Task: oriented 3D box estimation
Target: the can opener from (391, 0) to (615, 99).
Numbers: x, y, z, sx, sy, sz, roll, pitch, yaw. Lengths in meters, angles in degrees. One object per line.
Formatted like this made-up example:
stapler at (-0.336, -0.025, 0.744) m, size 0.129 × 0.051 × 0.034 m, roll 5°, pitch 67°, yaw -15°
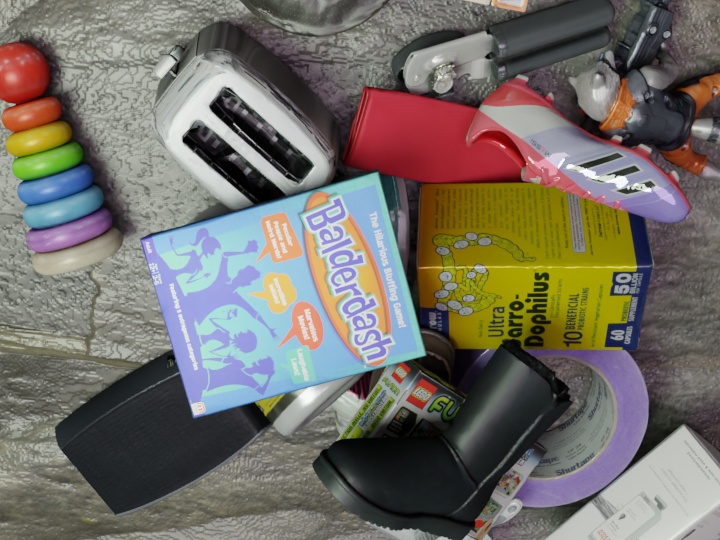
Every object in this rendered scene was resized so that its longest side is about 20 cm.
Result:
can opener at (0.125, -0.203, 0.838) m, size 0.197 × 0.067 × 0.053 m, roll -15°, pitch 148°, yaw -4°

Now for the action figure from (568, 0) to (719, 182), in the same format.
action figure at (0.278, -0.163, 0.838) m, size 0.191 × 0.105 × 0.202 m, roll 5°, pitch 118°, yaw -18°

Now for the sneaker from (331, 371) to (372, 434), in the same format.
sneaker at (0.010, 0.165, 0.961) m, size 0.200 × 0.082 × 0.088 m, roll 42°, pitch 108°, yaw -11°

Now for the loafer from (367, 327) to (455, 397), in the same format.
loafer at (0.033, 0.144, 0.870) m, size 0.072 × 0.071 × 0.202 m, roll 18°, pitch 117°, yaw -7°

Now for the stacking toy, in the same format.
stacking toy at (-0.282, -0.103, 0.850) m, size 0.084 × 0.085 × 0.202 m, roll -13°, pitch 107°, yaw 3°

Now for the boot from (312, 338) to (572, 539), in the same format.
boot at (0.072, 0.124, 0.755) m, size 0.199 × 0.076 × 0.169 m, roll 28°, pitch 100°, yaw -44°

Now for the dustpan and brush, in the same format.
dustpan and brush at (0.103, 0.265, 0.978) m, size 0.139 × 0.058 × 0.200 m, roll 31°, pitch 128°, yaw -12°

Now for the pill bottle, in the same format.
pill bottle at (-0.088, 0.040, 0.866) m, size 0.112 × 0.112 × 0.201 m, roll -42°, pitch 81°, yaw 13°

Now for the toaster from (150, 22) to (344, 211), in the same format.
toaster at (-0.093, -0.117, 0.824) m, size 0.200 × 0.129 × 0.114 m, roll 42°, pitch 105°, yaw -16°

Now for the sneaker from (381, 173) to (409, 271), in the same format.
sneaker at (0.000, 0.000, 0.903) m, size 0.079 × 0.072 × 0.203 m, roll 5°, pitch 110°, yaw -7°

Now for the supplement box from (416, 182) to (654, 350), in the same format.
supplement box at (0.151, -0.004, 0.858) m, size 0.197 × 0.110 × 0.110 m, roll 0°, pitch 135°, yaw 7°

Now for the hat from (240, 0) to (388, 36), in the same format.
hat at (-0.034, -0.303, 0.785) m, size 0.198 × 0.081 × 0.203 m, roll 2°, pitch 116°, yaw 4°

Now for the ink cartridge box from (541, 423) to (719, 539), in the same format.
ink cartridge box at (0.297, 0.262, 0.976) m, size 0.200 × 0.083 × 0.146 m, roll -43°, pitch 146°, yaw 12°

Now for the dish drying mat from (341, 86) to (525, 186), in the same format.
dish drying mat at (0.083, -0.115, 0.863) m, size 0.198 × 0.018 × 0.078 m, roll 7°, pitch 113°, yaw -25°

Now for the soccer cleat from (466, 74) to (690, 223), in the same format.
soccer cleat at (0.184, -0.089, 0.812) m, size 0.199 × 0.067 × 0.077 m, roll 37°, pitch 82°, yaw 16°

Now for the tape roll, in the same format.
tape roll at (0.181, 0.129, 0.954) m, size 0.197 × 0.085 × 0.203 m, roll -1°, pitch 112°, yaw -2°

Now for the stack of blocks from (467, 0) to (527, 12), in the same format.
stack of blocks at (0.118, -0.321, 0.765) m, size 0.058 × 0.115 × 0.203 m, roll 9°, pitch 110°, yaw -6°

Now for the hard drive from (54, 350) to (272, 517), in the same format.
hard drive at (-0.202, 0.166, 0.972) m, size 0.199 × 0.042 × 0.136 m, roll -30°, pitch 109°, yaw 9°

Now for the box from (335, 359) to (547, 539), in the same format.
box at (0.074, 0.163, 0.848) m, size 0.199 × 0.035 × 0.111 m, roll 35°, pitch 93°, yaw -38°

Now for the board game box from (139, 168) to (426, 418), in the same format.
board game box at (-0.060, 0.019, 0.768) m, size 0.197 × 0.045 × 0.154 m, roll -16°, pitch 98°, yaw 3°
